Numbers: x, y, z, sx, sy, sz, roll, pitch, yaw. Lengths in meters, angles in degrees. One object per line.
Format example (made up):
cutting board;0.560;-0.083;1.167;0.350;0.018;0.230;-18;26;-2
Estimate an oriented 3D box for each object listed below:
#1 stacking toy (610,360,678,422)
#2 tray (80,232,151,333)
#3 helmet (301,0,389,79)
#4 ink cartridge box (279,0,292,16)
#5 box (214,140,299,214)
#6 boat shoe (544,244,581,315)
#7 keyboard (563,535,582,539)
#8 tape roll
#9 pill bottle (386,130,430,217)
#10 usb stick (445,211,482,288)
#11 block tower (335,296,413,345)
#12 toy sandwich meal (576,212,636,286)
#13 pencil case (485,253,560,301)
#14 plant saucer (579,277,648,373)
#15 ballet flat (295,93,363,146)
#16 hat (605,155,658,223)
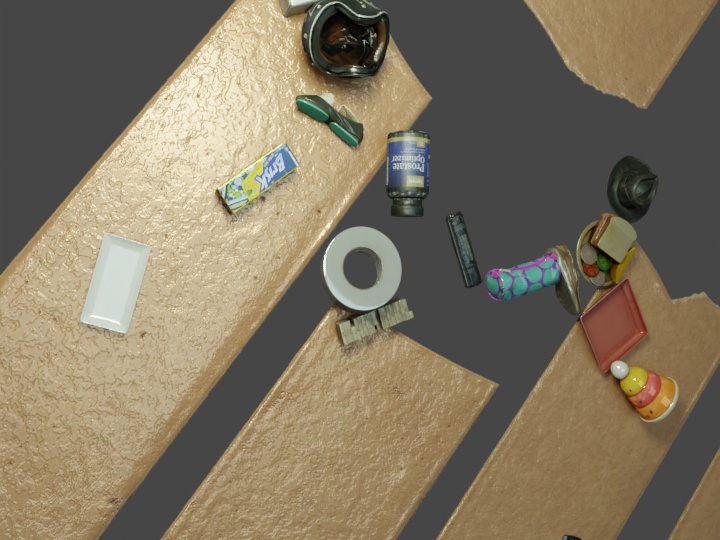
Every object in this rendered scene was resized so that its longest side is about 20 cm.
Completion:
stacking toy;0.794;0.326;1.962;0.198;0.146;0.148;35;81;-7
tray;-0.547;0.028;1.528;0.105;0.022;0.206;17;86;-20
helmet;-0.041;-0.548;1.598;0.186;0.200;0.206;17;86;15
ink cartridge box;-0.108;-0.709;1.624;0.195;0.087;0.149;-21;98;-19
box;-0.242;-0.217;1.605;0.198;0.064;0.071;-38;103;-14
boat shoe;0.581;0.024;1.901;0.070;0.075;0.205;-24;101;-19
keyboard;0.610;0.870;1.957;0.101;0.039;0.206;14;88;-19
tape roll;0.000;0.000;1.674;0.194;0.066;0.207;2;78;-11
pill bottle;0.119;-0.239;1.707;0.108;0.111;0.207;0;91;-19
usb stick;0.275;-0.053;1.811;0.054;0.033;0.205;-19;98;-10
block tower;0.033;0.124;1.719;0.195;0.054;0.060;-18;98;-19
toy sandwich meal;0.704;-0.055;1.942;0.199;0.070;0.212;-1;92;-19
pencil case;0.440;0.019;1.843;0.195;0.085;0.095;-15;125;-19
plant saucer;0.721;0.155;1.963;0.198;0.037;0.203;-35;111;-16
ballet flat;-0.071;-0.382;1.665;0.198;0.067;0.070;33;71;-28
hat;0.798;-0.239;1.954;0.195;0.080;0.208;2;86;-26
